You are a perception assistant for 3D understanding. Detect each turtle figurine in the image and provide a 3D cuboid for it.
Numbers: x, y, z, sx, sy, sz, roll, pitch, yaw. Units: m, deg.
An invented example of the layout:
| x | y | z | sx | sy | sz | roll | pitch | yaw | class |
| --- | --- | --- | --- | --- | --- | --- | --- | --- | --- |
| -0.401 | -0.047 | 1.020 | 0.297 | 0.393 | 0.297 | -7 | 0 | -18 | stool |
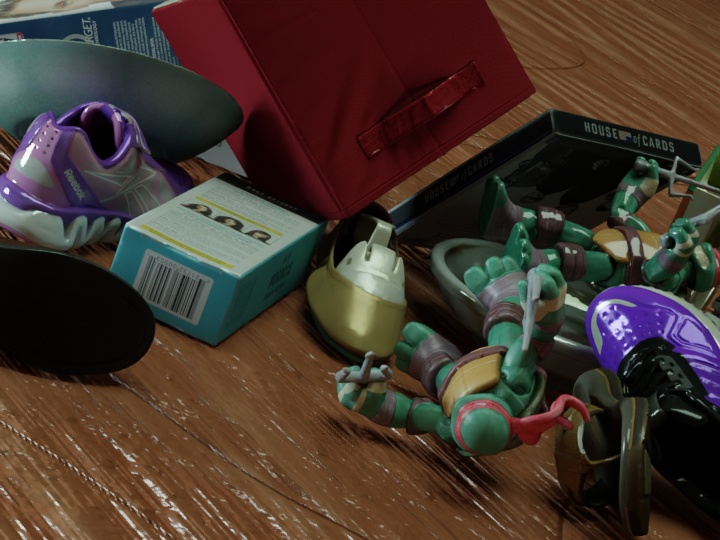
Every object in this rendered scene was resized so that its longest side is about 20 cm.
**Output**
| x | y | z | sx | sy | sz | roll | pitch | yaw | class |
| --- | --- | --- | --- | --- | --- | --- | --- | --- | --- |
| 0.063 | 0.059 | 1.399 | 0.200 | 0.149 | 0.101 | -82 | 146 | -76 | turtle figurine |
| 0.188 | -0.020 | 1.653 | 0.199 | 0.101 | 0.150 | 2 | 15 | -17 | turtle figurine |

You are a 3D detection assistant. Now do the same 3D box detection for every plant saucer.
| x | y | z | sx | sy | sz | roll | pitch | yaw | class |
| --- | --- | --- | --- | --- | --- | --- | --- | --- | --- |
| -0.181 | -0.105 | 1.645 | 0.200 | 0.039 | 0.201 | 7 | -15 | 2 | plant saucer |
| 0.134 | 0.041 | 1.653 | 0.199 | 0.050 | 0.200 | 20 | 16 | -6 | plant saucer |

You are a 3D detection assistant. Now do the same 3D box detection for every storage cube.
| x | y | z | sx | sy | sz | roll | pitch | yaw | class |
| --- | --- | --- | --- | --- | --- | --- | --- | --- | --- |
| -0.014 | -0.155 | 1.677 | 0.180 | 0.171 | 0.200 | 59 | -16 | -10 | storage cube |

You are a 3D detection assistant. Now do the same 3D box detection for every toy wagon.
| x | y | z | sx | sy | sz | roll | pitch | yaw | class |
| --- | --- | --- | --- | --- | --- | --- | --- | --- | --- |
| 0.266 | -0.038 | 1.799 | 0.039 | 0.201 | 0.155 | 24 | 48 | 17 | toy wagon |

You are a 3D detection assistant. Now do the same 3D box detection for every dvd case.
| x | y | z | sx | sy | sz | roll | pitch | yaw | class |
| --- | --- | --- | --- | --- | --- | --- | --- | --- | --- |
| 0.133 | -0.058 | 1.781 | 0.150 | 0.200 | 0.025 | 10 | 63 | -37 | dvd case |

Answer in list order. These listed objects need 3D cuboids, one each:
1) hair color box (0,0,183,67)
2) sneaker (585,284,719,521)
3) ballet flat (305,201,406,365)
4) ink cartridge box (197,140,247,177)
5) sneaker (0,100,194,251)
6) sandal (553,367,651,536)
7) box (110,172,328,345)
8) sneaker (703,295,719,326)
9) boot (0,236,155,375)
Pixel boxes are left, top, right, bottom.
| x | y | z | sx | sy | sz | roll | pitch | yaw | class |
| --- | --- | --- | --- | --- | --- | --- | --- | --- | --- |
| -0.180 | -0.182 | 1.813 | 0.199 | 0.061 | 0.100 | -8 | 17 | 0 | hair color box |
| 0.197 | 0.081 | 1.476 | 0.099 | 0.070 | 0.200 | 6 | 38 | -52 | sneaker |
| 0.000 | 0.000 | 1.590 | 0.068 | 0.063 | 0.200 | 24 | 15 | -12 | ballet flat |
| -0.045 | -0.127 | 1.911 | 0.144 | 0.084 | 0.200 | 20 | 17 | -3 | ink cartridge box |
| -0.163 | -0.066 | 1.558 | 0.080 | 0.089 | 0.200 | 26 | 14 | 23 | sneaker |
| 0.139 | 0.104 | 1.417 | 0.054 | 0.082 | 0.200 | -4 | 14 | -3 | sandal |
| -0.090 | -0.011 | 1.538 | 0.082 | 0.049 | 0.200 | 25 | 16 | 9 | box |
| 0.325 | 0.091 | 1.733 | 0.200 | 0.081 | 0.083 | 39 | 6 | 29 | sneaker |
| -0.224 | -0.005 | 1.373 | 0.187 | 0.069 | 0.200 | 7 | 12 | -19 | boot |
